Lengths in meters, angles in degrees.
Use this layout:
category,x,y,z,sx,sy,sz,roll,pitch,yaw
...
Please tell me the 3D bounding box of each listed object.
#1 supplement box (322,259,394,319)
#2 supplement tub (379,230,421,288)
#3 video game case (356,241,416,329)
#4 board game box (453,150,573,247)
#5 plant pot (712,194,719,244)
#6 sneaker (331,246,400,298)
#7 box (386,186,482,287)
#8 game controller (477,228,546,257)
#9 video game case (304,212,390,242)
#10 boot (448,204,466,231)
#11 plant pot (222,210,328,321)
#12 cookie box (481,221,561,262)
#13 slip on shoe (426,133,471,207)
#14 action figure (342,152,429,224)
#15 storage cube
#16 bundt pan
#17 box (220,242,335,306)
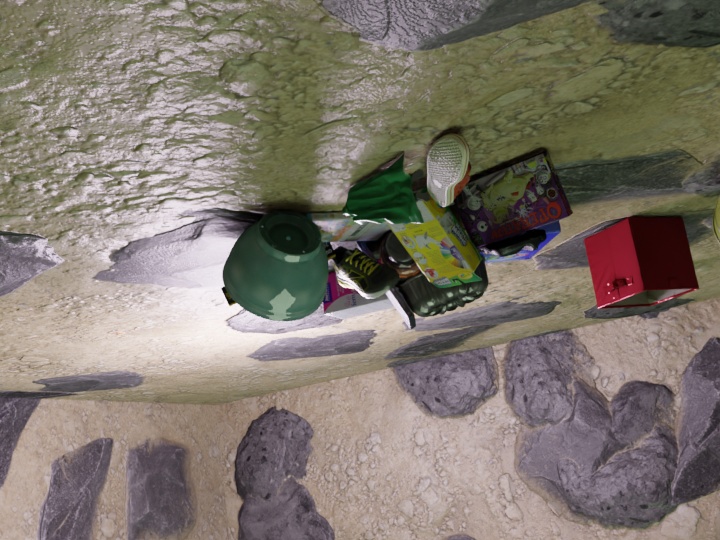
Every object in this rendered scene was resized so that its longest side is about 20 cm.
category,x,y,z,sx,sy,sz,roll,pitch,yaw
supplement box,0.014,0.045,2.090,0.199,0.102,0.103,-15,164,25
supplement tub,0.095,-0.029,1.837,0.106,0.107,0.200,-9,166,3
video game case,0.058,0.032,1.889,0.019,0.200,0.143,-33,166,-3
board game box,0.265,-0.123,1.545,0.199,0.120,0.032,-20,-170,38
plant pot,0.794,-0.138,1.699,0.200,0.201,0.193,-13,153,19
sneaker,0.000,0.000,1.783,0.074,0.085,0.200,-44,-150,-25
box,0.138,-0.056,1.595,0.117,0.200,0.048,-12,-150,48
game controller,0.276,-0.056,1.621,0.104,0.042,0.200,-10,-176,-4
video game case,-0.034,-0.086,1.724,0.199,0.018,0.143,-3,165,-22
boot,0.253,-0.121,1.639,0.199,0.072,0.155,-10,169,-22
plant pot,-0.144,-0.025,1.599,0.199,0.201,0.134,-2,138,-25
cookie box,0.309,-0.077,1.834,0.170,0.076,0.200,-5,166,-10
slip on shoe,0.151,-0.172,1.423,0.061,0.074,0.200,-41,165,-13
action figure,0.033,-0.123,1.488,0.055,0.119,0.200,-12,180,-40
storage cube,0.665,-0.018,2.065,0.199,0.181,0.171,0,164,-25
bundt pan,0.185,0.042,1.854,0.201,0.076,0.202,-18,166,-5
box,-0.173,0.003,1.808,0.200,0.050,0.159,-21,-175,40
